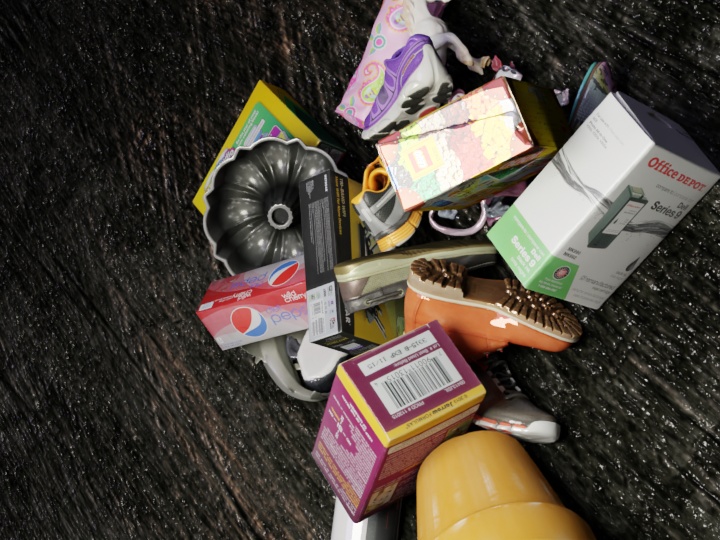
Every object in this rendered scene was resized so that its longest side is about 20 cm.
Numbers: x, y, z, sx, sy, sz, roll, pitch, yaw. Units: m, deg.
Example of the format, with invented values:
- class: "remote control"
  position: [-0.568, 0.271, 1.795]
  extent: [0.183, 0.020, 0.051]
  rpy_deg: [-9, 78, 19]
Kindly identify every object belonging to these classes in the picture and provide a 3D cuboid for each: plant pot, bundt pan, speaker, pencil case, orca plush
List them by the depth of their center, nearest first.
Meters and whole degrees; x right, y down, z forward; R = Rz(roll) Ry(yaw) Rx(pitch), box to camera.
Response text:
- class: "plant pot"
  position: [0.137, 0.273, 1.428]
  extent: [0.200, 0.199, 0.184]
  rpy_deg: [-47, 35, 25]
- class: "speaker"
  position: [0.005, 0.303, 1.613]
  extent: [0.080, 0.081, 0.203]
  rpy_deg: [-2, 77, 44]
- class: "orca plush"
  position: [-0.037, 0.090, 1.723]
  extent: [0.104, 0.072, 0.201]
  rpy_deg: [-25, 34, 4]
- class: "pencil case"
  position: [0.042, -0.268, 1.738]
  extent: [0.087, 0.087, 0.202]
  rpy_deg: [29, 99, 45]
- class: "bundt pan"
  position: [-0.098, -0.077, 1.768]
  extent: [0.203, 0.200, 0.076]
  rpy_deg: [-57, 5, 16]

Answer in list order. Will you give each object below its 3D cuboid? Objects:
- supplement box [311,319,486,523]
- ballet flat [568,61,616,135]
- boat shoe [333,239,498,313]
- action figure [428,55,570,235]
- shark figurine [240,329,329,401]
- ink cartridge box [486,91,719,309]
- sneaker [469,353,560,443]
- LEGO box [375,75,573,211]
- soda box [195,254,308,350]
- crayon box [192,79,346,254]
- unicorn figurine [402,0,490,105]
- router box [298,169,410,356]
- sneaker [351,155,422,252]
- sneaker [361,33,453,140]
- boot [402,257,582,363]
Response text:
- class: "supplement box"
  position: [0.038, 0.165, 1.494]
  extent: [0.104, 0.130, 0.201]
  rpy_deg: [54, 150, 24]
- class: "ballet flat"
  position: [0.246, -0.124, 1.515]
  extent: [0.071, 0.069, 0.202]
  rpy_deg: [31, 105, 26]
- class: "boat shoe"
  position: [0.066, 0.007, 1.579]
  extent: [0.072, 0.198, 0.067]
  rpy_deg: [-169, 71, -68]
- class: "action figure"
  position: [0.159, -0.150, 1.603]
  extent: [0.149, 0.132, 0.203]
  rpy_deg: [103, 179, -68]
- class: "shark figurine"
  position: [-0.108, 0.111, 1.777]
  extent: [0.128, 0.089, 0.216]
  rpy_deg: [-49, 48, 25]
- class: "ink cartridge box"
  position: [0.251, -0.068, 1.428]
  extent: [0.201, 0.145, 0.084]
  rpy_deg: [-50, 51, 23]
- class: "sneaker"
  position: [0.143, 0.132, 1.532]
  extent: [0.199, 0.077, 0.083]
  rpy_deg: [16, 83, 45]
- class: "LEGO box"
  position: [0.125, -0.126, 1.424]
  extent: [0.148, 0.200, 0.078]
  rpy_deg: [-26, 83, 22]
- class: "soda box"
  position: [-0.102, 0.036, 1.716]
  extent: [0.198, 0.070, 0.064]
  rpy_deg: [-16, 33, 31]
- class: "crayon box"
  position: [-0.127, -0.127, 1.882]
  extent: [0.201, 0.058, 0.173]
  rpy_deg: [-58, 45, 16]
- class: "unicorn figurine"
  position: [0.091, -0.259, 1.656]
  extent: [0.137, 0.073, 0.202]
  rpy_deg: [36, 115, 29]
- class: "router box"
  position: [0.000, 0.000, 1.648]
  extent: [0.052, 0.156, 0.203]
  rpy_deg: [-19, 66, 34]
- class: "sneaker"
  position: [0.043, -0.111, 1.653]
  extent: [0.078, 0.077, 0.201]
  rpy_deg: [-33, 23, 33]
- class: "sneaker"
  position: [0.053, -0.212, 1.626]
  extent: [0.200, 0.079, 0.085]
  rpy_deg: [135, 124, -62]
- class: "boot"
  position: [0.140, 0.064, 1.522]
  extent: [0.197, 0.075, 0.109]
  rpy_deg: [17, 116, 9]
